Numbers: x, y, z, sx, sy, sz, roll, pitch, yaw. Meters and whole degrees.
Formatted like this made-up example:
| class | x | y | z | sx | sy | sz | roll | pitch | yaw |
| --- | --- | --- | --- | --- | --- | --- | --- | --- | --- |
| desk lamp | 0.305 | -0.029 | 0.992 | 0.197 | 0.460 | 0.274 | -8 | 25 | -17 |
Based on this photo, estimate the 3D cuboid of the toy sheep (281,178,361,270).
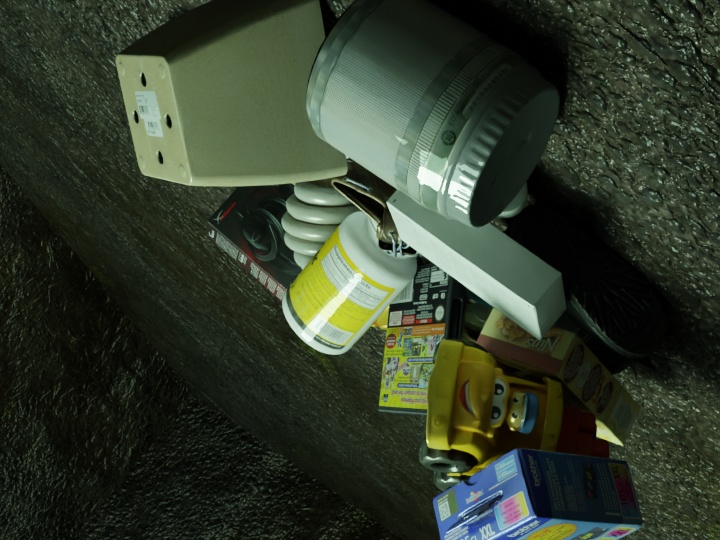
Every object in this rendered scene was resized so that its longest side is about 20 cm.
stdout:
| class | x | y | z | sx | sy | sz | roll | pitch | yaw |
| --- | --- | --- | --- | --- | --- | --- | --- | --- | --- |
| toy sheep | -0.042 | -0.059 | 1.637 | 0.137 | 0.137 | 0.203 | 21 | 120 | 49 |

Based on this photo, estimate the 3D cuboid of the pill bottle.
| class | x | y | z | sx | sy | sz | roll | pitch | yaw |
| --- | --- | --- | --- | --- | --- | --- | --- | --- | --- |
| pill bottle | 0.000 | 0.000 | 1.529 | 0.111 | 0.111 | 0.200 | 41 | 120 | -2 |

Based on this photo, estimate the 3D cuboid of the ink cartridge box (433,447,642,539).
| class | x | y | z | sx | sy | sz | roll | pitch | yaw |
| --- | --- | --- | --- | --- | --- | --- | --- | --- | --- |
| ink cartridge box | 0.169 | 0.244 | 1.276 | 0.198 | 0.077 | 0.136 | 14 | 141 | -37 |

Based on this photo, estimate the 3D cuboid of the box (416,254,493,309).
| class | x | y | z | sx | sy | sz | roll | pitch | yaw |
| --- | --- | --- | --- | --- | --- | --- | --- | --- | --- |
| box | 0.104 | -0.022 | 1.565 | 0.199 | 0.049 | 0.083 | 27 | 158 | 40 |

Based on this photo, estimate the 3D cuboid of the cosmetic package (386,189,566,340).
| class | x | y | z | sx | sy | sz | roll | pitch | yaw |
| --- | --- | --- | --- | --- | --- | --- | --- | --- | --- |
| cosmetic package | 0.120 | -0.017 | 1.295 | 0.199 | 0.051 | 0.083 | 37 | 168 | 26 |

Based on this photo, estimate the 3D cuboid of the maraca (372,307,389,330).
| class | x | y | z | sx | sy | sz | roll | pitch | yaw |
| --- | --- | --- | --- | --- | --- | --- | --- | --- | --- |
| maraca | 0.055 | 0.033 | 1.728 | 0.198 | 0.108 | 0.137 | 20 | 169 | -18 |

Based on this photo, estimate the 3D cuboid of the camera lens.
| class | x | y | z | sx | sy | sz | roll | pitch | yaw |
| --- | --- | --- | --- | --- | --- | --- | --- | --- | --- |
| camera lens | 0.061 | -0.152 | 1.145 | 0.199 | 0.160 | 0.160 | 34 | 162 | 21 |

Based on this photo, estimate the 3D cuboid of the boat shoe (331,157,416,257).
| class | x | y | z | sx | sy | sz | roll | pitch | yaw |
| --- | --- | --- | --- | --- | --- | --- | --- | --- | --- |
| boat shoe | 0.048 | -0.053 | 1.412 | 0.200 | 0.072 | 0.072 | 43 | 160 | 16 |

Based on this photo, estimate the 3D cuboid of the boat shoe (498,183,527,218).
| class | x | y | z | sx | sy | sz | roll | pitch | yaw |
| --- | --- | --- | --- | --- | --- | --- | --- | --- | --- |
| boat shoe | 0.101 | -0.113 | 1.326 | 0.200 | 0.071 | 0.064 | 41 | 165 | 29 |

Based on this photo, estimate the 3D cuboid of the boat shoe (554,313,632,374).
| class | x | y | z | sx | sy | sz | roll | pitch | yaw |
| --- | --- | --- | --- | --- | --- | --- | --- | --- | --- |
| boat shoe | 0.236 | 0.080 | 1.493 | 0.091 | 0.071 | 0.200 | 41 | 168 | -21 |

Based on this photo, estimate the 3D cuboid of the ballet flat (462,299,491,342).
| class | x | y | z | sx | sy | sz | roll | pitch | yaw |
| --- | --- | --- | --- | --- | --- | --- | --- | --- | --- |
| ballet flat | 0.155 | 0.070 | 1.632 | 0.072 | 0.069 | 0.199 | -14 | 155 | 28 |

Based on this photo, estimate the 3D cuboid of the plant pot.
| class | x | y | z | sx | sy | sz | roll | pitch | yaw |
| --- | --- | --- | --- | --- | --- | --- | --- | --- | --- |
| plant pot | -0.152 | -0.186 | 1.372 | 0.199 | 0.175 | 0.203 | 16 | 122 | 55 |

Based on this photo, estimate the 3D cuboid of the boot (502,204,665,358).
| class | x | y | z | sx | sy | sz | roll | pitch | yaw |
| --- | --- | --- | --- | --- | --- | --- | --- | --- | --- |
| boot | 0.224 | 0.024 | 1.364 | 0.211 | 0.079 | 0.158 | 45 | 161 | 5 |

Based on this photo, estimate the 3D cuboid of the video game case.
| class | x | y | z | sx | sy | sz | roll | pitch | yaw |
| --- | --- | --- | --- | --- | --- | --- | --- | --- | --- |
| video game case | 0.075 | 0.084 | 1.530 | 0.025 | 0.184 | 0.200 | 9 | 173 | -19 |

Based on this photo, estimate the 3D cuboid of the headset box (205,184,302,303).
| class | x | y | z | sx | sy | sz | roll | pitch | yaw |
| --- | --- | --- | --- | --- | --- | --- | --- | --- | --- |
| headset box | -0.098 | -0.048 | 1.774 | 0.200 | 0.149 | 0.077 | 41 | 164 | 3 |

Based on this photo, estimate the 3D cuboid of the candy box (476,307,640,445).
| class | x | y | z | sx | sy | sz | roll | pitch | yaw |
| --- | --- | --- | --- | --- | --- | --- | --- | --- | --- |
| candy box | 0.226 | 0.122 | 1.419 | 0.114 | 0.056 | 0.200 | 16 | 161 | 41 |

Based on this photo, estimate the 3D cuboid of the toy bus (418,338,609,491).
| class | x | y | z | sx | sy | sz | roll | pitch | yaw |
| --- | --- | --- | --- | --- | --- | --- | --- | --- | --- |
| toy bus | 0.167 | 0.165 | 1.326 | 0.189 | 0.138 | 0.200 | 5 | 157 | 19 |
